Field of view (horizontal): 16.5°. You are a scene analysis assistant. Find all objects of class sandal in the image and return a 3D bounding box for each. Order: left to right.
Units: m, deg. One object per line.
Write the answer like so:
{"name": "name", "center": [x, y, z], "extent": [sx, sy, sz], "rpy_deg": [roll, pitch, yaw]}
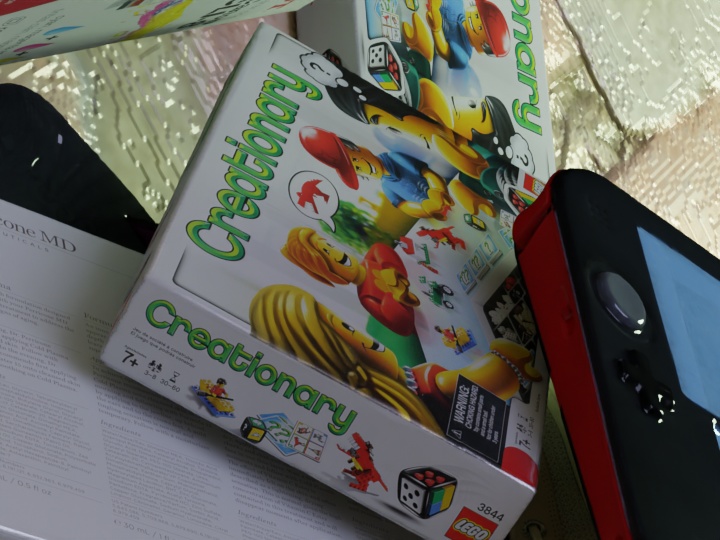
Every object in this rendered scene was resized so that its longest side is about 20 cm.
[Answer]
{"name": "sandal", "center": [-0.062, 0.016, 0.831], "extent": [0.200, 0.048, 0.075], "rpy_deg": [46, 43, -29]}

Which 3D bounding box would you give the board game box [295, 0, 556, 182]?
{"name": "board game box", "center": [0.023, -0.129, 1.015], "extent": [0.126, 0.035, 0.201], "rpy_deg": [18, 60, -47]}

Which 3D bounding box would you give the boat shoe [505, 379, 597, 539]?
{"name": "boat shoe", "center": [0.043, 0.086, 0.804], "extent": [0.063, 0.073, 0.201], "rpy_deg": [2, 34, -24]}

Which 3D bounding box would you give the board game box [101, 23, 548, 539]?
{"name": "board game box", "center": [0.000, 0.000, 0.783], "extent": [0.126, 0.035, 0.200], "rpy_deg": [29, 27, -7]}

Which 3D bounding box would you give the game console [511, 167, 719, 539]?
{"name": "game console", "center": [0.132, 0.066, 0.776], "extent": [0.200, 0.031, 0.177], "rpy_deg": [32, 28, -33]}

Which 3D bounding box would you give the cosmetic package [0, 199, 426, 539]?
{"name": "cosmetic package", "center": [-0.055, 0.061, 0.733], "extent": [0.200, 0.052, 0.151], "rpy_deg": [22, 32, -27]}

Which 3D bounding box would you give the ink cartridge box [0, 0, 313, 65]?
{"name": "ink cartridge box", "center": [-0.076, -0.155, 0.778], "extent": [0.200, 0.145, 0.145], "rpy_deg": [-17, 86, -39]}
